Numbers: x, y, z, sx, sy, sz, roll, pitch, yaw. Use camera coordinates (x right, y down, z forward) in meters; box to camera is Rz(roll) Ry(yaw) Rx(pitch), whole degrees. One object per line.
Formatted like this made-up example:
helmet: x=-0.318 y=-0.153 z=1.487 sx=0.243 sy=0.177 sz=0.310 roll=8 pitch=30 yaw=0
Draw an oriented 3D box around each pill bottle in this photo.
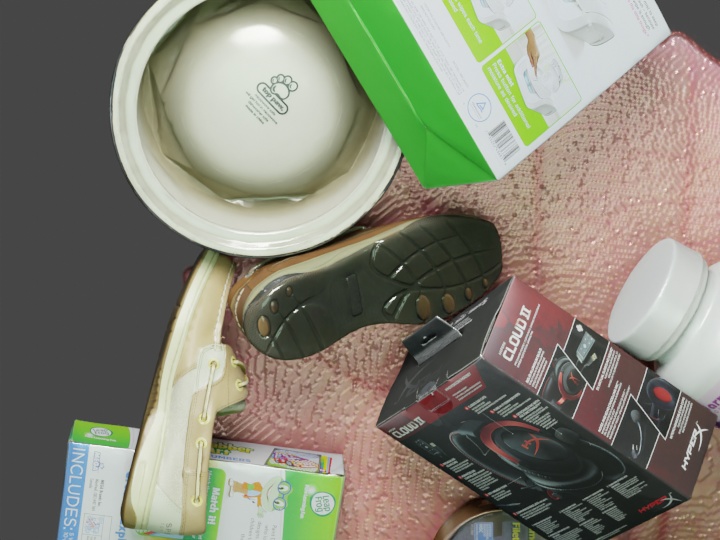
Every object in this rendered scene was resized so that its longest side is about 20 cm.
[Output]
pill bottle: x=0.275 y=0.062 z=1.565 sx=0.199 sy=0.112 sz=0.113 roll=29 pitch=104 yaw=-11

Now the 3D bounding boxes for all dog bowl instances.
dog bowl: x=-0.067 y=-0.114 z=1.514 sx=0.199 sy=0.074 sz=0.201 roll=-1 pitch=107 yaw=-2

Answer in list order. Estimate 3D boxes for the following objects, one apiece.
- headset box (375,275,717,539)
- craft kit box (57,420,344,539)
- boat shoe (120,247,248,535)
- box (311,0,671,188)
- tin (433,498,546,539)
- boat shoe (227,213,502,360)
headset box: x=0.118 y=0.098 z=1.548 sx=0.200 sy=0.075 sz=0.149 roll=34 pitch=145 yaw=-12
craft kit box: x=-0.122 y=0.218 z=1.627 sx=0.196 sy=0.049 sz=0.201 roll=9 pitch=107 yaw=-3
boat shoe: x=-0.111 y=0.085 z=1.554 sx=0.066 sy=0.074 sz=0.201 roll=15 pitch=83 yaw=-6
box: x=0.075 y=-0.185 z=1.446 sx=0.176 sy=0.097 sz=0.200 roll=-41 pitch=108 yaw=-25
tin: x=0.106 y=0.261 z=1.660 sx=0.111 sy=0.042 sz=0.201 roll=0 pitch=108 yaw=2
boat shoe: x=0.000 y=0.000 z=1.545 sx=0.199 sy=0.074 sz=0.076 roll=-14 pitch=113 yaw=-25
